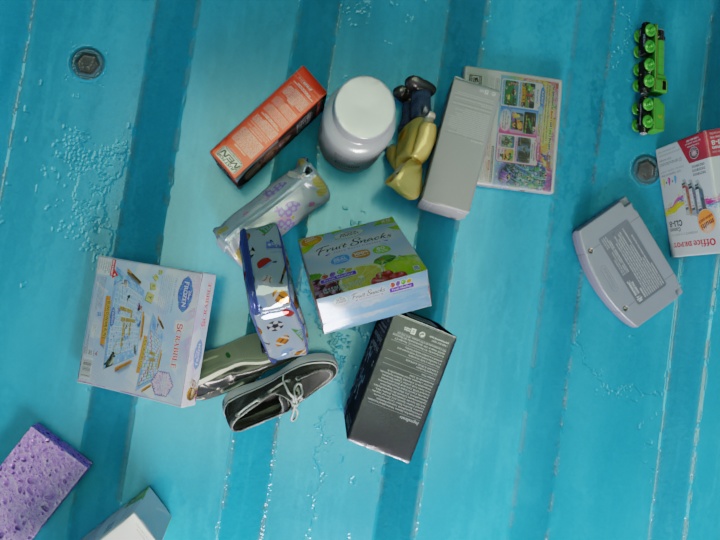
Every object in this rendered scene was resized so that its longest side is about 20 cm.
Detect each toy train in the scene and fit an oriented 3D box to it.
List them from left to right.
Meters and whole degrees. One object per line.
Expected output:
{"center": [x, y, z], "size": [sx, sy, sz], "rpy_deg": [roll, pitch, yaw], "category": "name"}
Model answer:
{"center": [0.518, -0.341, 1.123], "size": [0.055, 0.042, 0.204], "rpy_deg": [3, 88, -16], "category": "toy train"}

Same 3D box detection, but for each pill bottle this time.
{"center": [-0.005, -0.226, 0.976], "size": [0.112, 0.200, 0.117], "rpy_deg": [0, 89, -7], "category": "pill bottle"}

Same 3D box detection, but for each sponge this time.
{"center": [-0.530, 0.353, 0.984], "size": [0.111, 0.030, 0.201], "rpy_deg": [38, 85, -4], "category": "sponge"}

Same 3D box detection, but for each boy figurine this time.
{"center": [0.076, -0.207, 1.025], "size": [0.064, 0.124, 0.203], "rpy_deg": [20, 68, -28], "category": "boy figurine"}

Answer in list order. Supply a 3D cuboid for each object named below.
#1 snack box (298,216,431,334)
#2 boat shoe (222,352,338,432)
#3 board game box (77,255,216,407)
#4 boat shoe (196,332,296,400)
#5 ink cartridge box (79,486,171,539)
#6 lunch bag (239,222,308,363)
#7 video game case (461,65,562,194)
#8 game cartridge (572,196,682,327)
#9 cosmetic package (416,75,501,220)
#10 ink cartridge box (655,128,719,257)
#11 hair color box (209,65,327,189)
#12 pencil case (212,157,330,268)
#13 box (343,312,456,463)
{"center": [0.000, 0.000, 0.971], "size": [0.166, 0.201, 0.069], "rpy_deg": [-15, 118, -7], "category": "snack box"}
{"center": [-0.120, 0.196, 0.998], "size": [0.196, 0.068, 0.075], "rpy_deg": [-17, 124, -18], "category": "boat shoe"}
{"center": [-0.331, 0.090, 0.972], "size": [0.196, 0.041, 0.204], "rpy_deg": [9, 88, 19], "category": "board game box"}
{"center": [-0.189, 0.154, 1.022], "size": [0.197, 0.072, 0.068], "rpy_deg": [-18, 129, -14], "category": "boat shoe"}
{"center": [-0.393, 0.434, 0.953], "size": [0.199, 0.117, 0.068], "rpy_deg": [-37, 95, -6], "category": "ink cartridge box"}
{"center": [-0.133, 0.035, 0.954], "size": [0.074, 0.201, 0.162], "rpy_deg": [-13, 52, -8], "category": "lunch bag"}
{"center": [0.257, -0.243, 1.097], "size": [0.179, 0.024, 0.204], "rpy_deg": [6, 87, -7], "category": "video game case"}
{"center": [0.464, -0.010, 1.108], "size": [0.132, 0.040, 0.202], "rpy_deg": [-32, 92, -10], "category": "game cartridge"}
{"center": [0.157, -0.191, 1.021], "size": [0.089, 0.107, 0.203], "rpy_deg": [18, 86, 1], "category": "cosmetic package"}
{"center": [0.620, -0.131, 1.074], "size": [0.142, 0.145, 0.204], "rpy_deg": [-9, 89, -7], "category": "ink cartridge box"}
{"center": [-0.145, -0.226, 1.011], "size": [0.200, 0.101, 0.061], "rpy_deg": [-44, 93, -5], "category": "hair color box"}
{"center": [-0.141, -0.092, 1.013], "size": [0.199, 0.091, 0.083], "rpy_deg": [-40, 93, -5], "category": "pencil case"}
{"center": [0.056, 0.168, 0.991], "size": [0.106, 0.148, 0.203], "rpy_deg": [20, 91, -5], "category": "box"}
